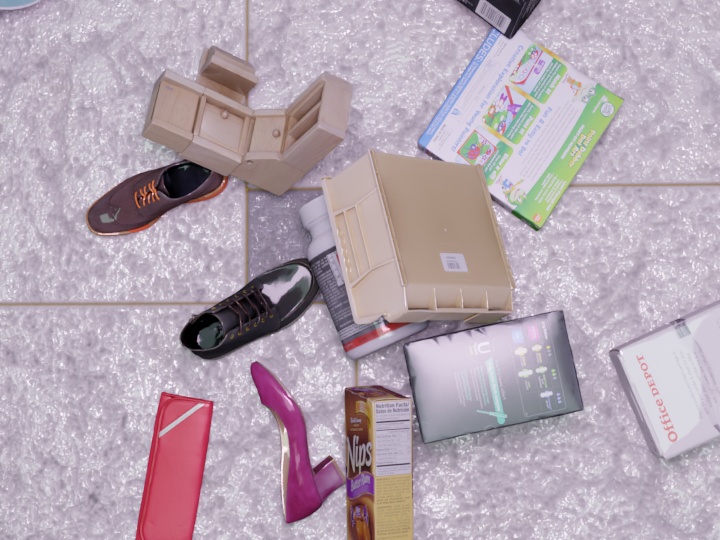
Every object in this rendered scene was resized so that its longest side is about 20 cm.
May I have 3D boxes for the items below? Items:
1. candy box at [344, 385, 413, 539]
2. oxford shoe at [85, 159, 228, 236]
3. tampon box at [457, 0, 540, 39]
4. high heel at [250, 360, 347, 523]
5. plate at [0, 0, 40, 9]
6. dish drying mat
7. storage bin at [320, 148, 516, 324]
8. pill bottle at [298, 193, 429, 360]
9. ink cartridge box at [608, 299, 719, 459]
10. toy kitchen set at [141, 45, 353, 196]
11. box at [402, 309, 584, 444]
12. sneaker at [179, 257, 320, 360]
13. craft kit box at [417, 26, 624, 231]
[{"bbox_3d":[0.021,0.250,1.370,0.055,0.116,0.204,0,92,-18],"label":"candy box"},{"bbox_3d":[-0.272,-0.103,1.446,0.197,0.073,0.072,-25,85,1],"label":"oxford shoe"},{"bbox_3d":[0.199,-0.432,1.399,0.149,0.126,0.201,37,74,4],"label":"tampon box"},{"bbox_3d":[-0.106,0.219,1.419,0.095,0.067,0.202,-34,98,-10],"label":"high heel"},{"bbox_3d":[-0.490,-0.430,1.466,0.197,0.026,0.204,10,68,-27],"label":"plate"},{"bbox_3d":[-0.242,0.265,1.446,0.075,0.018,0.204,9,86,3],"label":"dish drying mat"},{"bbox_3d":[0.074,-0.031,1.336,0.093,0.198,0.202,-30,66,43],"label":"storage bin"},{"bbox_3d":[0.000,0.000,1.403,0.114,0.116,0.203,-23,86,1],"label":"pill bottle"},{"bbox_3d":[0.430,0.127,1.388,0.197,0.083,0.149,-23,85,1],"label":"ink cartridge box"},{"bbox_3d":[-0.135,-0.230,1.373,0.197,0.180,0.166,21,60,-25],"label":"toy kitchen set"},{"bbox_3d":[0.160,0.131,1.369,0.196,0.149,0.127,-12,84,2],"label":"box"},{"bbox_3d":[-0.135,0.052,1.411,0.199,0.106,0.075,-35,85,0],"label":"sneaker"},{"bbox_3d":[0.206,-0.190,1.443,0.196,0.049,0.201,35,89,7],"label":"craft kit box"}]
